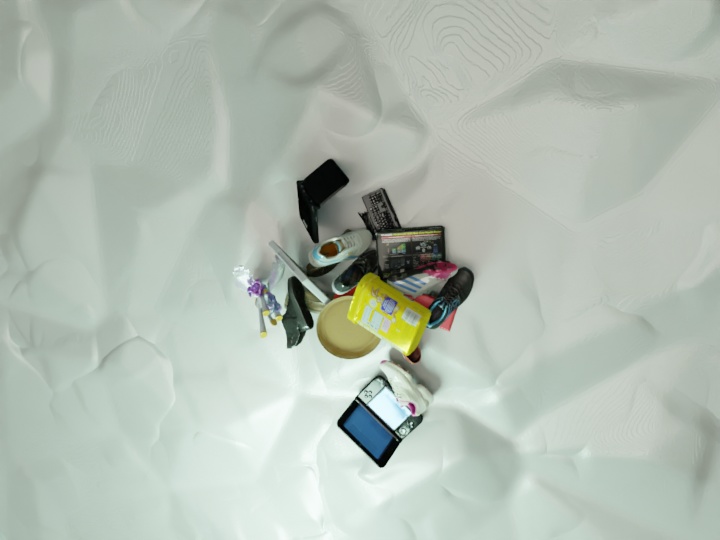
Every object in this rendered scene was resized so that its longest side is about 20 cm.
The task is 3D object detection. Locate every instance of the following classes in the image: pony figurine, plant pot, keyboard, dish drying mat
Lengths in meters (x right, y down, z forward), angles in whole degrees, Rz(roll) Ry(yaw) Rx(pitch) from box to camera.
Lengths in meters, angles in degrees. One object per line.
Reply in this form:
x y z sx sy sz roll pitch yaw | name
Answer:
-0.297 0.070 1.646 0.194 0.165 0.201 106 146 -43 | pony figurine
-0.031 0.164 1.593 0.198 0.028 0.202 -1 108 -2 | plant pot
0.061 -0.130 1.591 0.103 0.040 0.202 -23 95 17 | keyboard
0.172 0.103 1.551 0.198 0.018 0.078 20 93 12 | dish drying mat

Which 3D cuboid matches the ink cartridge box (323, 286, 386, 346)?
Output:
0.009 0.129 1.609 0.198 0.047 0.161 14 109 -23 | ink cartridge box

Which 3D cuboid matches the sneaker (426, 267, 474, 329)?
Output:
0.243 0.080 1.485 0.073 0.082 0.201 35 94 11 | sneaker

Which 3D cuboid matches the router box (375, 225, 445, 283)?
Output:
0.142 -0.045 1.552 0.197 0.062 0.152 -3 103 0 | router box

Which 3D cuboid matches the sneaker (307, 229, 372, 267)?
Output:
-0.047 -0.065 1.529 0.199 0.081 0.077 -24 87 -24 | sneaker

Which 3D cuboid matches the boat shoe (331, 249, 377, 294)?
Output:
0.000 0.000 1.560 0.069 0.200 0.057 51 148 -3 | boat shoe

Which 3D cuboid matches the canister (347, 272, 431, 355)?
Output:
0.077 0.119 1.468 0.199 0.086 0.150 32 122 21 | canister

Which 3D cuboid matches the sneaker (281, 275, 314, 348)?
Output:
-0.205 0.126 1.639 0.104 0.060 0.202 -22 86 31 | sneaker

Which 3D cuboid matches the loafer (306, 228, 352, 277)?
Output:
-0.083 -0.052 1.604 0.199 0.076 0.068 -34 73 -19 | loafer

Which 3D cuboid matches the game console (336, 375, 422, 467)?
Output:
0.062 0.461 1.673 0.200 0.116 0.176 44 109 1 | game console

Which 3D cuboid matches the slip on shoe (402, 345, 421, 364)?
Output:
0.131 0.190 1.610 0.073 0.061 0.202 -25 108 -5 | slip on shoe

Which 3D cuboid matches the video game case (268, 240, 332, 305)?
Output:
-0.168 0.013 1.573 0.023 0.200 0.182 -43 58 -3 | video game case

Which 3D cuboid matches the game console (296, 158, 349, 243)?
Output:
-0.107 -0.200 1.554 0.115 0.200 0.178 -10 121 -14 | game console

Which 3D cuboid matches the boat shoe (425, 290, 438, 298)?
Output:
0.216 0.085 1.580 0.202 0.075 0.086 -40 91 16 | boat shoe

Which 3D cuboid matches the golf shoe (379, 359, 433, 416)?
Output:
0.127 0.355 1.648 0.200 0.075 0.092 40 68 5 | golf shoe

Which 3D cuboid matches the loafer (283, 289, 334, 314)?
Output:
-0.146 0.088 1.674 0.198 0.076 0.069 -1 108 15 | loafer

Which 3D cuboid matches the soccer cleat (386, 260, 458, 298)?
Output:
0.173 0.029 1.507 0.198 0.070 0.087 -10 115 6 | soccer cleat
